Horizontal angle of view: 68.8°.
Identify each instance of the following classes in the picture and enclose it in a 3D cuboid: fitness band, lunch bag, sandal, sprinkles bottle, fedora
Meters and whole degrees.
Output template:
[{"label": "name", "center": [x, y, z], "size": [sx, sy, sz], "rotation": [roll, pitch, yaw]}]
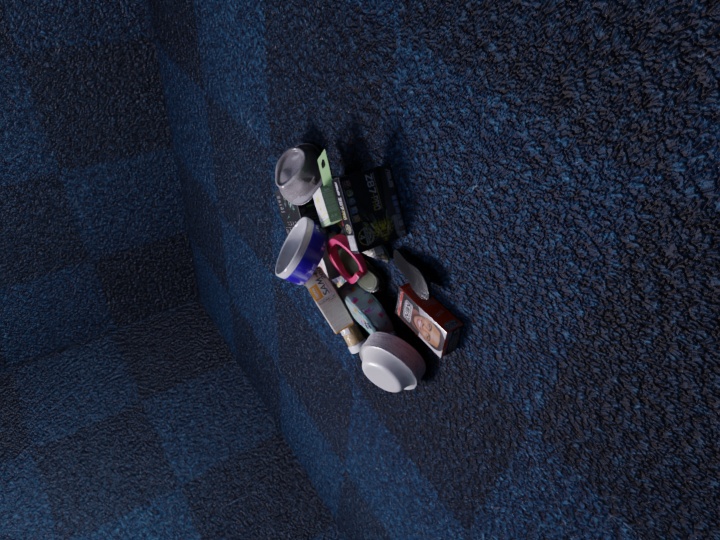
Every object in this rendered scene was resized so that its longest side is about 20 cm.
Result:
[{"label": "fitness band", "center": [-0.042, -0.034, 1.545], "size": [0.144, 0.037, 0.200], "rotation": [55, 162, 3]}, {"label": "lunch bag", "center": [0.016, 0.128, 1.657], "size": [0.200, 0.077, 0.160], "rotation": [44, 165, 42]}, {"label": "sandal", "center": [0.149, 0.000, 1.407], "size": [0.200, 0.048, 0.075], "rotation": [-123, 25, -47]}, {"label": "sprinkles bottle", "center": [-0.047, 0.189, 1.835], "size": [0.200, 0.068, 0.068], "rotation": [62, 153, -4]}, {"label": "fedora", "center": [-0.207, -0.312, 1.664], "size": [0.177, 0.090, 0.200], "rotation": [47, 108, 22]}]

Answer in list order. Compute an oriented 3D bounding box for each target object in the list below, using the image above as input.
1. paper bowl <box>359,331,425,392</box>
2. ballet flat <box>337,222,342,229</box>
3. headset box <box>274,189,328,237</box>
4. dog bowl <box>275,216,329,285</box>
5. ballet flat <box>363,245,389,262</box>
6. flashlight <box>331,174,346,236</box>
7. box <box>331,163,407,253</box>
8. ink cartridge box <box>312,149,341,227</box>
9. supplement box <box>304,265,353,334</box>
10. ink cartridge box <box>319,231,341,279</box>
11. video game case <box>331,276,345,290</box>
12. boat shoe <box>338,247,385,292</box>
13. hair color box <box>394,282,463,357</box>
[{"label": "paper bowl", "center": [0.086, 0.285, 1.574], "size": [0.201, 0.104, 0.201], "rotation": [27, 147, 19]}, {"label": "ballet flat", "center": [-0.056, -0.158, 1.634], "size": [0.200, 0.067, 0.067], "rotation": [52, 156, 25]}, {"label": "headset box", "center": [-0.209, -0.214, 1.833], "size": [0.174, 0.093, 0.200], "rotation": [2, 111, 61]}, {"label": "dog bowl", "center": [-0.179, -0.059, 1.607], "size": [0.200, 0.079, 0.200], "rotation": [-49, 25, 33]}, {"label": "ballet flat", "center": [0.007, -0.093, 1.495], "size": [0.200, 0.072, 0.072], "rotation": [58, 156, -17]}, {"label": "flashlight", "center": [-0.048, -0.178, 1.548], "size": [0.068, 0.068, 0.200], "rotation": [-25, 73, 38]}, {"label": "box", "center": [0.025, -0.162, 1.377], "size": [0.049, 0.161, 0.200], "rotation": [4, 112, 59]}, {"label": "ink cartridge box", "center": [-0.106, -0.230, 1.504], "size": [0.146, 0.048, 0.200], "rotation": [176, 77, -77]}, {"label": "supplement box", "center": [-0.103, 0.096, 1.680], "size": [0.126, 0.073, 0.200], "rotation": [55, 174, 38]}, {"label": "ink cartridge box", "center": [-0.141, -0.041, 1.794], "size": [0.200, 0.086, 0.147], "rotation": [-8, 101, 57]}, {"label": "video game case", "center": [-0.094, 0.008, 1.865], "size": [0.182, 0.023, 0.200], "rotation": [-26, 86, 63]}, {"label": "boat shoe", "center": [0.000, 0.000, 1.640], "size": [0.072, 0.061, 0.201], "rotation": [-53, 53, 15]}, {"label": "hair color box", "center": [0.180, 0.128, 1.417], "size": [0.200, 0.061, 0.102], "rotation": [43, 143, 38]}]
